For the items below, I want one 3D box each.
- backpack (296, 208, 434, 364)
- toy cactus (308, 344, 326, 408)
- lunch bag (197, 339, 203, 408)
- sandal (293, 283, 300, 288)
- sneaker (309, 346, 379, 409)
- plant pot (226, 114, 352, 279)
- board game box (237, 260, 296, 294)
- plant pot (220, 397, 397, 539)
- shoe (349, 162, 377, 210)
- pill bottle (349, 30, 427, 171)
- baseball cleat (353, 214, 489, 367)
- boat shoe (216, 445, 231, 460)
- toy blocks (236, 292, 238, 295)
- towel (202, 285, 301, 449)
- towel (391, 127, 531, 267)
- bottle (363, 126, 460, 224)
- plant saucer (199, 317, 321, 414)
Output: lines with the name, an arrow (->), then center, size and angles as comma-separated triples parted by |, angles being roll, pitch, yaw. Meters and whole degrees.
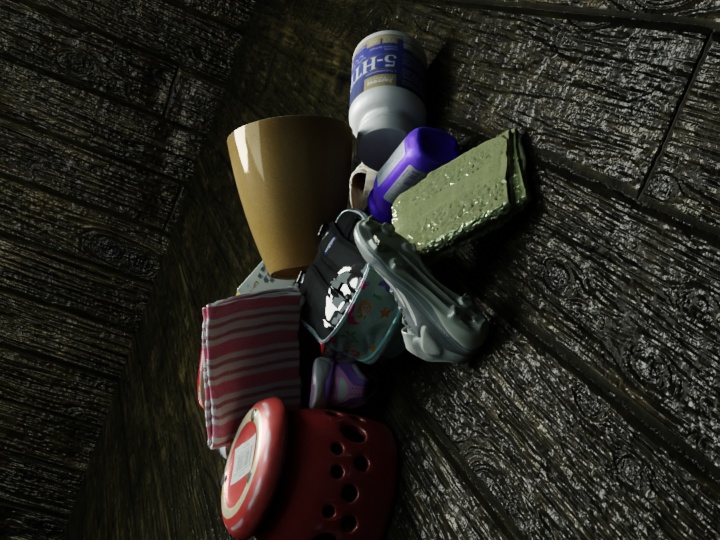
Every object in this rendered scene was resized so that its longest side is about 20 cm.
backpack -> 0.008, 0.027, 1.457 | 0.180, 0.149, 0.200 | -62, 14, 5
toy cactus -> -0.098, 0.183, 1.732 | 0.199, 0.101, 0.168 | -17, 66, 56
lunch bag -> -0.173, 0.171, 1.700 | 0.199, 0.081, 0.180 | 20, 103, 51
sandal -> -0.151, 0.077, 1.585 | 0.201, 0.048, 0.075 | -48, 7, -25
sneaker -> -0.016, 0.151, 1.538 | 0.200, 0.087, 0.082 | -42, -45, -84
plant pot -> -0.092, -0.096, 1.600 | 0.186, 0.183, 0.204 | 150, 117, -62
board game box -> -0.095, -0.018, 1.751 | 0.200, 0.064, 0.148 | -48, -6, -1
plant pot -> -0.072, 0.271, 1.416 | 0.200, 0.180, 0.204 | -163, 90, -70
shoe -> 0.013, -0.135, 1.750 | 0.070, 0.053, 0.202 | -55, 24, 39
pill bottle -> 0.042, -0.251, 1.677 | 0.120, 0.118, 0.203 | -51, 27, 44
baseball cleat -> 0.054, 0.033, 1.289 | 0.069, 0.200, 0.107 | -28, -23, -47
boat shoe -> -0.151, 0.168, 1.574 | 0.067, 0.071, 0.203 | 23, 89, 49
toy blocks -> -0.143, 0.042, 1.993 | 0.137, 0.099, 0.201 | -50, 25, 22
towel -> -0.139, 0.128, 1.471 | 0.030, 0.144, 0.204 | 19, 114, 50
towel -> 0.116, -0.078, 1.339 | 0.198, 0.036, 0.150 | -30, 33, 27
bottle -> 0.061, -0.117, 1.551 | 0.200, 0.082, 0.066 | 131, 142, -50
plant saucer -> -0.128, 0.139, 1.521 | 0.029, 0.198, 0.204 | 17, 88, 48
